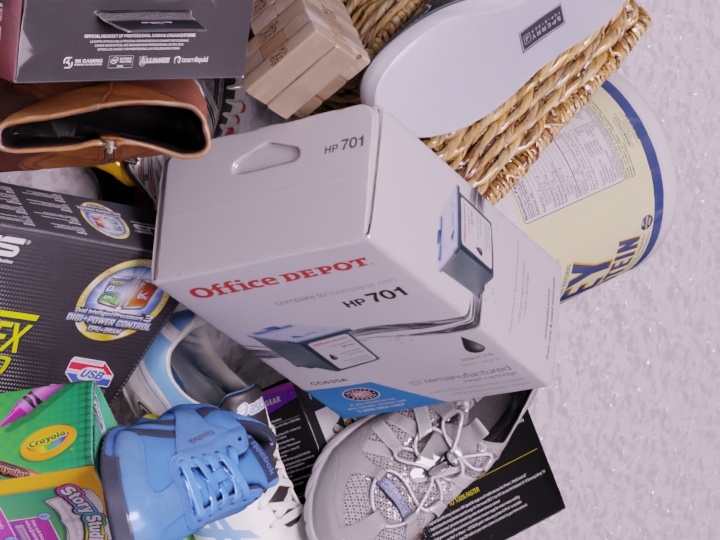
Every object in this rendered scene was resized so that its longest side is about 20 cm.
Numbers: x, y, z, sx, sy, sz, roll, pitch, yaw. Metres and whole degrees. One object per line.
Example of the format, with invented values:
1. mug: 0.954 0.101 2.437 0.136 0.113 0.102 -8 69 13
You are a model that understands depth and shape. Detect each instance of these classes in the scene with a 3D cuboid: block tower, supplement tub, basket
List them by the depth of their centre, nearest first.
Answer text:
1. block tower: -0.056 -0.168 1.532 0.058 0.200 0.054 -38 137 19
2. basket: 0.047 -0.146 1.660 0.200 0.143 0.149 -50 128 -21
3. supplement tub: 0.084 -0.039 1.740 0.200 0.145 0.145 -24 121 -34

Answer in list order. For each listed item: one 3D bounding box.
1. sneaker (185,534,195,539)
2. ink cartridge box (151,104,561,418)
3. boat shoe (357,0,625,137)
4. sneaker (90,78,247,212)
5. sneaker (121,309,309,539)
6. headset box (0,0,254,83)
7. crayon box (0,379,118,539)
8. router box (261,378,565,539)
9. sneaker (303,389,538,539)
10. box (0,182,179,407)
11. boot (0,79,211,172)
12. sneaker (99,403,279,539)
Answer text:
1. sneaker: -0.088 0.158 1.720 0.200 0.077 0.084 -3 136 -46
2. ink cartridge box: 0.000 0.000 1.546 0.200 0.146 0.086 36 51 -48
3. boat shoe: 0.067 -0.134 1.548 0.200 0.057 0.069 -31 127 -32
4. sneaker: -0.115 -0.085 1.584 0.082 0.078 0.201 -12 114 -38
5. sneaker: -0.072 0.115 1.636 0.200 0.072 0.072 58 37 3
6. headset box: -0.160 -0.148 1.430 0.148 0.200 0.075 -5 108 -42
7. crayon box: -0.178 0.146 1.550 0.200 0.118 0.058 72 11 -51
8. router box: 0.032 0.116 1.750 0.200 0.051 0.150 -21 90 -48
9. sneaker: 0.039 0.105 1.658 0.075 0.082 0.200 51 53 -15
10. box: -0.205 0.028 1.524 0.200 0.044 0.160 10 124 -45
11. boot: -0.170 -0.069 1.420 0.188 0.200 0.069 3 100 -3
12. sneaker: -0.090 0.109 1.509 0.200 0.078 0.066 -43 125 -79
